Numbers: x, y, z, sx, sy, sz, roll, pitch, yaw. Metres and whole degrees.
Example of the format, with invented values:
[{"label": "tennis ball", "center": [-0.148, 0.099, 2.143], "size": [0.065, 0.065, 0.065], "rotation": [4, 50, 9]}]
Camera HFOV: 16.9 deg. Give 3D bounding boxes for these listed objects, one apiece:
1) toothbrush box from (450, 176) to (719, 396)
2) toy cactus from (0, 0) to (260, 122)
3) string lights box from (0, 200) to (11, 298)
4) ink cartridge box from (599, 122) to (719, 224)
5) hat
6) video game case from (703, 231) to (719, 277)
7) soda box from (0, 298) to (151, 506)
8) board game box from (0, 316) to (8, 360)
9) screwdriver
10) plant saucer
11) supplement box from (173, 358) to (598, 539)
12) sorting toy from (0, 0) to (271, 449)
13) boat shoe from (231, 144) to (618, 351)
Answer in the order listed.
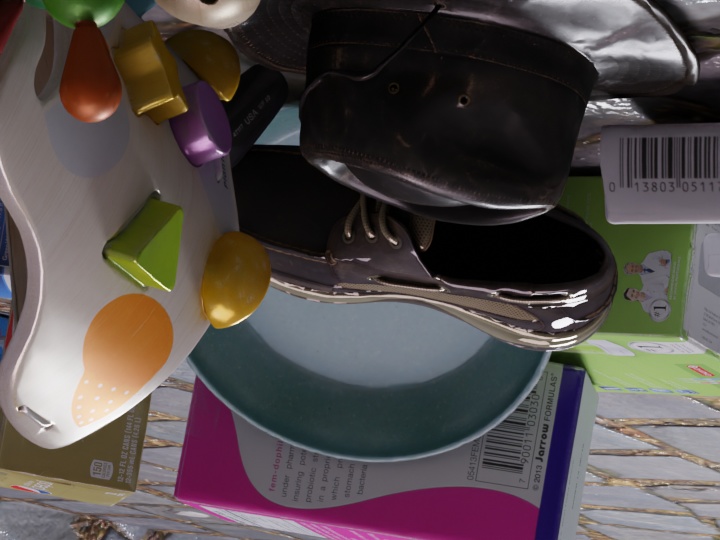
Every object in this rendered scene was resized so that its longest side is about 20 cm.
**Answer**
[{"label": "toothbrush box", "center": [0.110, 0.010, 1.260], "size": [0.199, 0.086, 0.145], "rotation": [-1, 165, 32]}, {"label": "toy cactus", "center": [-0.050, -0.104, 0.789], "size": [0.199, 0.103, 0.165], "rotation": [-22, 173, 2]}, {"label": "string lights box", "center": [-0.232, -0.049, 1.158], "size": [0.199, 0.103, 0.059], "rotation": [7, 168, 0]}, {"label": "ink cartridge box", "center": [0.220, -0.045, 1.094], "size": [0.162, 0.057, 0.200], "rotation": [0, -174, 30]}, {"label": "hat", "center": [0.036, -0.063, 0.988], "size": [0.200, 0.081, 0.201], "rotation": [7, 167, 2]}, {"label": "video game case", "center": [0.285, -0.011, 1.073], "size": [0.182, 0.024, 0.200], "rotation": [-3, -179, -43]}, {"label": "soda box", "center": [-0.120, 0.000, 1.086], "size": [0.064, 0.201, 0.068], "rotation": [11, 167, -13]}, {"label": "board game box", "center": [-0.336, 0.068, 1.855], "size": [0.195, 0.056, 0.200], "rotation": [14, 166, -26]}, {"label": "screwdriver", "center": [-0.086, -0.025, 1.032], "size": [0.028, 0.200, 0.029], "rotation": [14, 138, 26]}, {"label": "plant saucer", "center": [0.000, 0.000, 1.173], "size": [0.199, 0.201, 0.036], "rotation": [5, -151, 10]}, {"label": "supplement box", "center": [0.016, 0.092, 1.265], "size": [0.199, 0.102, 0.103], "rotation": [9, 170, 12]}, {"label": "sorting toy", "center": [-0.112, -0.065, 0.905], "size": [0.106, 0.201, 0.180], "rotation": [-14, 152, 7]}, {"label": "boat shoe", "center": [0.022, -0.024, 1.080], "size": [0.199, 0.075, 0.073], "rotation": [12, 156, -4]}]
